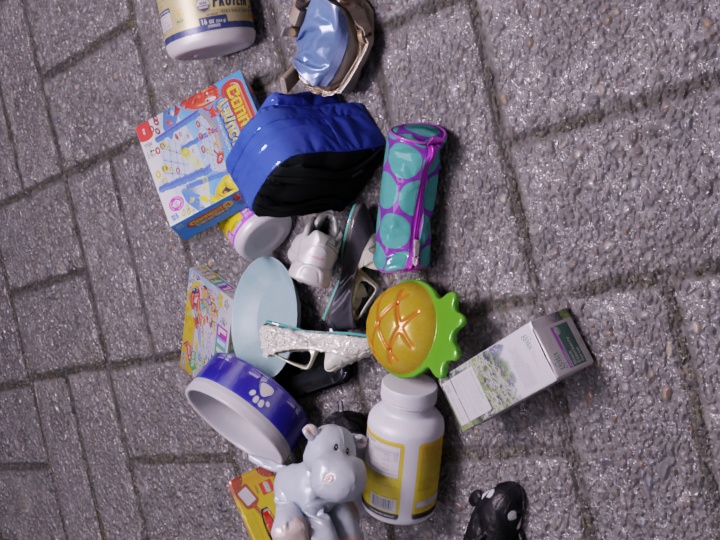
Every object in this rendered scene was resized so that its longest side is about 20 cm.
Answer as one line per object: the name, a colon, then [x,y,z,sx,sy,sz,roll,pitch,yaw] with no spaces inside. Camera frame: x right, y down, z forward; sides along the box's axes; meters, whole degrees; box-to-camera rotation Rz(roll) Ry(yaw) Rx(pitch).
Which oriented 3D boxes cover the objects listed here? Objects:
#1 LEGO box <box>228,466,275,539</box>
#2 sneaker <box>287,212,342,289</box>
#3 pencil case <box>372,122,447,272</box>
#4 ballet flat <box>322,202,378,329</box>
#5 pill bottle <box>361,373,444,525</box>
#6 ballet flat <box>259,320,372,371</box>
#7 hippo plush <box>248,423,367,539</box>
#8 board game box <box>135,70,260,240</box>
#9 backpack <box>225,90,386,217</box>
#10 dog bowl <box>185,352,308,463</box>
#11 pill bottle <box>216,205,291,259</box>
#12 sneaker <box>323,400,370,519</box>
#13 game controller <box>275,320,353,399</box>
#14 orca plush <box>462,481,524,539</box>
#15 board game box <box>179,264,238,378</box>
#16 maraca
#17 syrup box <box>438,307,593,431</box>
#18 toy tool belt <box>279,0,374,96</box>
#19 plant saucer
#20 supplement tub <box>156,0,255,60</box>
LEGO box: [-0.146,0.439,1.921,0.149,0.076,0.202,104,142,-71]
sneaker: [-0.057,-0.040,1.698,0.200,0.077,0.100,-112,42,-75]
pencil case: [0.068,-0.098,1.569,0.092,0.084,0.202,40,130,55]
ballet flat: [0.000,0.000,1.696,0.073,0.073,0.202,33,118,38]
pill bottle: [0.062,0.253,1.651,0.111,0.111,0.202,24,118,42]
ballet flat: [-0.062,0.120,1.744,0.198,0.072,0.073,7,108,19]
hippo plush: [-0.040,0.300,1.635,0.161,0.158,0.201,-55,33,24]
board game box: [-0.232,-0.182,1.800,0.194,0.056,0.201,-28,64,6]
backpack: [-0.095,-0.166,1.649,0.168,0.199,0.163,54,135,24]
dog bowl: [-0.184,0.226,1.875,0.199,0.079,0.201,31,156,15]
pill bottle: [-0.203,-0.121,1.857,0.200,0.104,0.105,51,133,27]
sneaker: [-0.011,0.290,1.779,0.114,0.075,0.201,-104,4,-47]
game controller: [-0.082,0.144,1.851,0.199,0.042,0.106,-24,68,49]
orca plush: [0.157,0.370,1.606,0.200,0.071,0.106,-48,65,44]
board game box: [-0.262,0.109,2.042,0.134,0.034,0.202,31,122,39]
maraca: [0.078,0.082,1.581,0.199,0.106,0.139,6,89,57]
syrup box: [0.198,0.130,1.486,0.200,0.081,0.079,-39,73,46]
toy tool belt: [-0.046,-0.341,1.602,0.125,0.122,0.202,40,128,34]
plant saucer: [-0.145,0.079,1.876,0.200,0.038,0.204,-9,79,53]
supplement tub: [-0.249,-0.440,1.791,0.144,0.143,0.203,-8,95,49]
